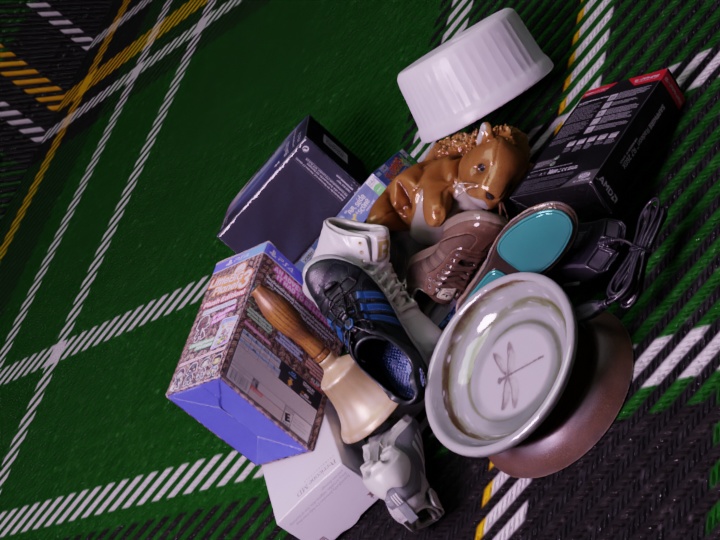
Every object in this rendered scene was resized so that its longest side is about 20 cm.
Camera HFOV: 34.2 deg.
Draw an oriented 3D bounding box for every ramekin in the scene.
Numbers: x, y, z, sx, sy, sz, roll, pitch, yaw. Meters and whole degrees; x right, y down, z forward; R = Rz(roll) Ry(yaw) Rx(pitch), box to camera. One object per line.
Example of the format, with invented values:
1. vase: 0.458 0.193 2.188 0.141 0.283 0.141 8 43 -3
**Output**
1. ramekin: 0.145 -0.260 1.538 0.199 0.098 0.201 -31 9 5

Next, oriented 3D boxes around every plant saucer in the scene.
1. plant saucer: 0.192 0.118 1.212 0.200 0.032 0.201 -36 34 29
2. plant saucer: 0.152 0.101 1.194 0.200 0.050 0.201 -34 41 35

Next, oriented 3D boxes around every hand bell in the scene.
1. hand bell: -0.048 0.089 1.322 0.104 0.200 0.104 -41 12 10

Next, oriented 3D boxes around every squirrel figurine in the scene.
1. squirrel figurine: 0.134 -0.118 1.421 0.187 0.141 0.201 -42 15 48

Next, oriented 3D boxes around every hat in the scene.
1. hat: 0.000 0.000 1.509 0.200 0.081 0.201 -40 29 28

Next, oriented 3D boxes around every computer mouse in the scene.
1. computer mouse: 0.240 0.006 1.235 0.199 0.046 0.141 -16 42 53

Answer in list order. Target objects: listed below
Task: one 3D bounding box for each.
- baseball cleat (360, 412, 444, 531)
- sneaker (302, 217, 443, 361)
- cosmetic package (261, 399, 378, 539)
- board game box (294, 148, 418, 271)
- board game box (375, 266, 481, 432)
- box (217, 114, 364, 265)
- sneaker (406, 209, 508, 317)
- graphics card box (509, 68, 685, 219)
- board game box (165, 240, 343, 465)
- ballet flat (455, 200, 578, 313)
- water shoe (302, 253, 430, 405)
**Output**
1. baseball cleat: 0.046 0.224 1.272 0.069 0.107 0.200 -34 3 14
2. sneaker: 0.023 0.014 1.337 0.199 0.073 0.116 30 121 25
3. cosmetic package: -0.055 0.224 1.404 0.113 0.081 0.200 -45 28 9
4. board game box: -0.009 -0.069 1.596 0.200 0.034 0.135 -49 -1 27
5. board game box: 0.081 0.093 1.396 0.200 0.035 0.127 -40 31 24
6. box: -0.102 -0.108 1.743 0.199 0.123 0.200 -48 11 11
7. sneaker: 0.111 -0.002 1.332 0.200 0.070 0.076 135 144 -61
8. graphics card box: 0.267 -0.137 1.312 0.125 0.051 0.200 -9 35 51
9. board game box: -0.117 0.099 1.389 0.096 0.159 0.201 -20 38 38
10. ballet flat: 0.168 -0.015 1.259 0.200 0.068 0.067 -49 2 37
11. water shoe: 0.007 0.059 1.273 0.071 0.200 0.079 -44 -10 10
